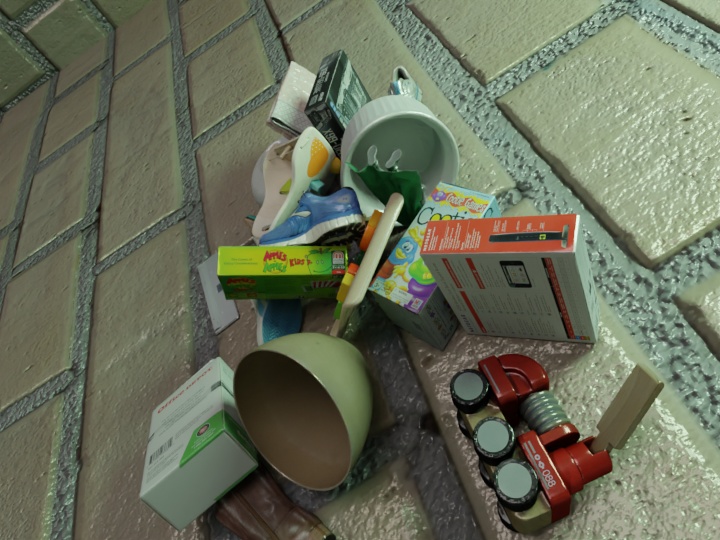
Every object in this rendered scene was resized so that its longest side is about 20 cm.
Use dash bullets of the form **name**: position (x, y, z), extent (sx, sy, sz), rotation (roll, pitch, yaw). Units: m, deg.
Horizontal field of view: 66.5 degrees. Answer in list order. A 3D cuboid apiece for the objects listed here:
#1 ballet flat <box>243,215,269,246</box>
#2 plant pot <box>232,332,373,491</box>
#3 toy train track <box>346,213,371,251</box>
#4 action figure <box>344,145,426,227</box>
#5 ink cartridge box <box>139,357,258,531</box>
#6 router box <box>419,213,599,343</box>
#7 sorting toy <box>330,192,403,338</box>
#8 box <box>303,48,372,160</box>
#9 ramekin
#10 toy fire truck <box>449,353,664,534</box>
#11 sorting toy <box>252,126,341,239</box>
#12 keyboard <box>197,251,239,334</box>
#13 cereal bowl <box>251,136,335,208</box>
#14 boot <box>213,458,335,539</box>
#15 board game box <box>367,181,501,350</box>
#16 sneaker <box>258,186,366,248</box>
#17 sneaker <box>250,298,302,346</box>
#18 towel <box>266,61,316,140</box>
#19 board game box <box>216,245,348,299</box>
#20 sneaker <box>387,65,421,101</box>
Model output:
- **ballet flat**: position (-0.160, -0.060, 1.044), extent (0.196, 0.067, 0.070), rotation (15, 93, 40)
- **plant pot**: position (-0.058, 0.166, 0.746), extent (0.195, 0.207, 0.134), rotation (4, 24, 34)
- **toy train track**: position (-0.046, -0.050, 0.920), extent (0.194, 0.115, 0.033), rotation (-16, 54, 13)
- **action figure**: position (0.064, -0.113, 0.846), extent (0.115, 0.200, 0.056), rotation (18, 74, 28)
- **ink cartridge box**: position (-0.234, 0.243, 0.809), extent (0.145, 0.085, 0.200), rotation (-38, 25, 0)
- **router box**: position (0.188, 0.016, 0.672), extent (0.174, 0.201, 0.050), rotation (2, 57, 32)
- **sorting toy**: position (0.000, 0.000, 0.828), extent (0.036, 0.201, 0.189), rotation (24, 67, 0)
- **box**: position (-0.016, -0.266, 1.000), extent (0.048, 0.201, 0.161), rotation (-12, 45, 28)
- **ramekin**: position (0.057, -0.185, 0.909), extent (0.196, 0.202, 0.099), rotation (-27, 39, 10)
- **toy fire truck**: position (0.215, 0.161, 0.616), extent (0.195, 0.130, 0.179), rotation (-23, 46, -1)
- **sorting toy**: position (-0.130, -0.137, 0.975), extent (0.183, 0.106, 0.199), rotation (-59, 24, -10)
- **keyboard**: position (-0.282, 0.039, 1.083), extent (0.055, 0.011, 0.202), rotation (-32, 47, 1)
- **cereal bowl**: position (-0.148, -0.212, 1.132), extent (0.195, 0.084, 0.205), rotation (-17, 50, 21)
- **boot**: position (-0.151, 0.365, 0.721), extent (0.197, 0.065, 0.187), rotation (23, 58, 37)
- **board game box**: position (0.117, -0.010, 0.802), extent (0.101, 0.105, 0.202), rotation (23, 71, 40)
- **sneaker**: position (-0.079, -0.074, 0.866), extent (0.195, 0.078, 0.092), rotation (-18, 65, 26)
- **sneaker**: position (-0.151, 0.057, 0.951), extent (0.080, 0.075, 0.206), rotation (-33, 46, 41)
- **towel**: position (-0.074, -0.300, 1.075), extent (0.032, 0.196, 0.195), rotation (-41, 27, 45)
- **board game box**: position (-0.119, 0.005, 0.863), extent (0.192, 0.102, 0.049), rotation (-1, 66, -7)
- **sneaker**: position (0.079, -0.317, 1.066), extent (0.073, 0.087, 0.205), rotation (-16, 52, 18)
